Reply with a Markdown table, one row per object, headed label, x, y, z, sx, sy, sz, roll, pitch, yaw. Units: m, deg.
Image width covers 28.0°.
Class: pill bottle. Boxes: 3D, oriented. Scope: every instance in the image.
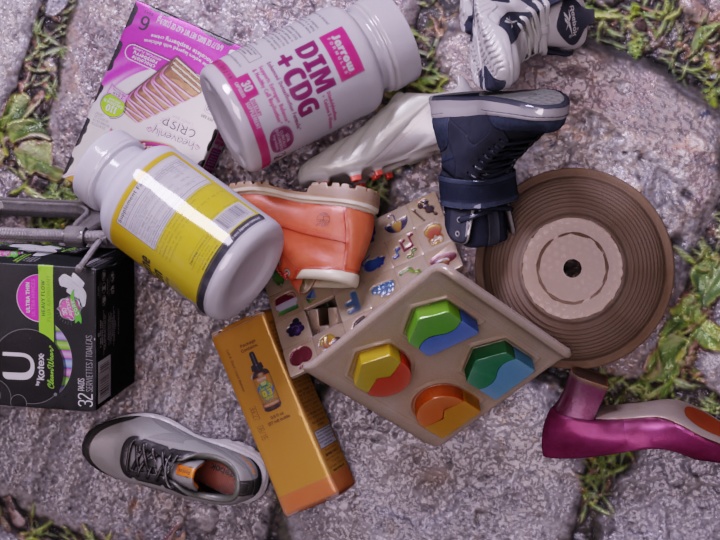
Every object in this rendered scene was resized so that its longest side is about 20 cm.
| label | x | y | z | sx | sy | sz | roll | pitch | yaw |
| --- | --- | --- | --- | --- | --- | --- | --- | --- | --- |
| pill bottle | -0.179 | -0.050 | 1.396 | 0.199 | 0.112 | 0.113 | 35 | 95 | 18 |
| pill bottle | -0.047 | -0.189 | 1.419 | 0.199 | 0.113 | 0.114 | -28 | 85 | -12 |

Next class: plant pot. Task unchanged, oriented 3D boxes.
| label | x | y | z | sx | sy | sz | roll | pitch | yaw |
| --- | --- | --- | --- | --- | --- | --- | --- | --- | --- |
| plant pot | 0.209 | -0.002 | 1.409 | 0.199 | 0.093 | 0.203 | 0 | 90 | 8 |

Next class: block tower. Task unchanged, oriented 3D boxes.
| label | x | y | z | sx | sy | sz | roll | pitch | yaw |
| --- | --- | --- | --- | --- | --- | --- | --- | --- | --- |
| block tower | 0.033 | 0.055 | 1.441 | 0.198 | 0.054 | 0.058 | -6 | 90 | 20 |

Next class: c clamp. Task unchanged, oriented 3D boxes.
| label | x | y | z | sx | sy | sz | roll | pitch | yaw |
| --- | --- | --- | --- | --- | --- | --- | --- | --- | --- |
| c clamp | -0.337 | -0.047 | 1.465 | 0.198 | 0.171 | 0.027 | 4 | 113 | 15 |

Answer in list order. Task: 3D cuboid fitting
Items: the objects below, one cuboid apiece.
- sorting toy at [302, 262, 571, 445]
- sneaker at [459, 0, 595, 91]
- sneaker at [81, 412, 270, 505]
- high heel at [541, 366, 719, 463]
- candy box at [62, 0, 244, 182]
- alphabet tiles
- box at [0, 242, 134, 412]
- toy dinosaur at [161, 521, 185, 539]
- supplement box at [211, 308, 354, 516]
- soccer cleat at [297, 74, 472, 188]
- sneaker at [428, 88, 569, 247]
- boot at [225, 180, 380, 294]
| label | x | y | z | sx | sy | sz | roll | pitch | yaw |
| --- | --- | --- | --- | --- | --- | --- | --- | --- | --- |
| sorting toy | 0.073 | 0.091 | 1.375 | 0.184 | 0.037 | 0.199 | 33 | 126 | -32 |
| sneaker | 0.167 | -0.233 | 1.380 | 0.128 | 0.200 | 0.080 | -2 | 116 | -2 |
| sneaker | -0.194 | 0.194 | 1.481 | 0.198 | 0.079 | 0.075 | 11 | 93 | 10 |
| high heel | 0.281 | 0.172 | 1.421 | 0.198 | 0.067 | 0.097 | 23 | 110 | 11 |
| candy box | -0.205 | -0.158 | 1.492 | 0.135 | 0.061 | 0.202 | 24 | 94 | 8 |
| alphabet tiles | 0.000 | 0.000 | 1.441 | 0.199 | 0.008 | 0.168 | -25 | 53 | 8 |
| box | -0.344 | 0.054 | 1.475 | 0.198 | 0.124 | 0.150 | 4 | 100 | 10 |
| toy dinosaur | -0.250 | 0.307 | 1.456 | 0.134 | 0.200 | 0.087 | 11 | 62 | -28 |
| supplement box | -0.078 | 0.141 | 1.465 | 0.066 | 0.069 | 0.202 | -24 | 88 | 18 |
| soccer cleat | 0.027 | -0.135 | 1.455 | 0.198 | 0.069 | 0.078 | -18 | 82 | 2 |
| sneaker | 0.133 | -0.093 | 1.336 | 0.076 | 0.202 | 0.148 | -7 | 98 | -23 |
| boot | -0.079 | -0.032 | 1.442 | 0.198 | 0.075 | 0.108 | 4 | 84 | 29 |
